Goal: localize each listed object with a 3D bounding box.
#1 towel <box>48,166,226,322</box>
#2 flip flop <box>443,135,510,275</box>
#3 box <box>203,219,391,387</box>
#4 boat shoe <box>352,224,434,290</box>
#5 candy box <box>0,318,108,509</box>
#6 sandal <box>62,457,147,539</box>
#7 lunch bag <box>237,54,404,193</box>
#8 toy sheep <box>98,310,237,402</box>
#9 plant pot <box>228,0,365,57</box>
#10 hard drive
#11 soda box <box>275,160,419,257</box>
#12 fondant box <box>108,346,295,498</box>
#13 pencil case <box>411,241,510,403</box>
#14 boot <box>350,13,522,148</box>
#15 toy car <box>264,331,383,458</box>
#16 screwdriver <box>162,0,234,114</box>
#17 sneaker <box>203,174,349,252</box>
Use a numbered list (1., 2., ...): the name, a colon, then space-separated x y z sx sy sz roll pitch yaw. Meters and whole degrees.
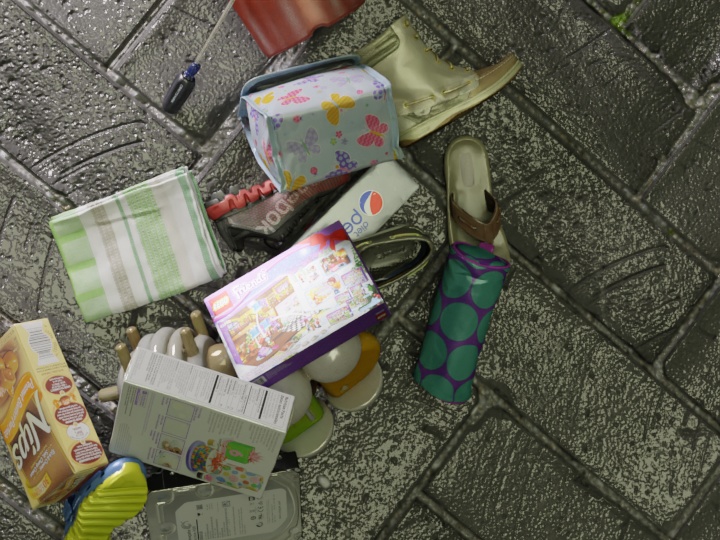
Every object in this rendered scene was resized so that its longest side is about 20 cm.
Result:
1. towel: -0.285 -0.031 1.659 0.198 0.031 0.151 -19 92 6
2. flip flop: 0.156 -0.081 1.735 0.080 0.058 0.203 -8 92 -9
3. box: -0.078 0.045 1.587 0.199 0.039 0.138 -30 58 1
4. boat shoe: -0.001 -0.003 1.649 0.200 0.060 0.073 -23 105 -12
5. candy box: -0.393 0.175 1.594 0.055 0.115 0.202 -10 68 -47
6. sandal: -0.326 0.285 1.618 0.079 0.200 0.088 15 44 -31
7. lunch bag: -0.058 -0.194 1.628 0.168 0.200 0.129 -16 113 -10
8. toy sheep: -0.241 0.133 1.642 0.198 0.138 0.140 -12 93 16
9. plant pot: -0.101 -0.388 1.633 0.199 0.201 0.197 -31 104 -7
10. hard drive: -0.174 0.305 1.662 0.197 0.038 0.141 -6 129 -9
11. soda box: -0.017 -0.063 1.704 0.068 0.063 0.200 45 84 -10
12. fondant box: -0.191 0.184 1.551 0.198 0.145 0.059 19 45 -4
13. pencil case: 0.131 0.067 1.698 0.084 0.092 0.202 21 108 17
14. boot: 0.102 -0.275 1.719 0.199 0.072 0.156 -32 93 -7
15. toy car: -0.076 0.130 1.666 0.200 0.175 0.150 -42 61 -7
16. screwdriver: -0.197 -0.270 1.634 0.028 0.200 0.029 -12 63 -48
17. sneaker: -0.099 -0.083 1.689 0.198 0.071 0.099 -21 94 -6
